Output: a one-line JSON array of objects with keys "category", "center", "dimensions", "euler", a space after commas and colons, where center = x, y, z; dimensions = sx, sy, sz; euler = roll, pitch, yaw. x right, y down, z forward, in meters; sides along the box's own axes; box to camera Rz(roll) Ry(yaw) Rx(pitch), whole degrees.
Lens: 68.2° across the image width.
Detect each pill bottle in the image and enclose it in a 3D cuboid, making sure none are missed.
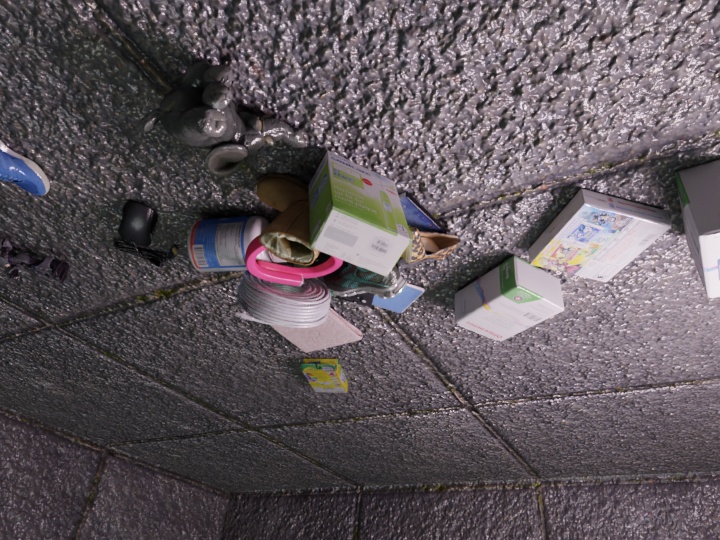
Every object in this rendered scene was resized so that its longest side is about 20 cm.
[{"category": "pill bottle", "center": [-0.245, -0.055, 1.104], "dimensions": [0.197, 0.113, 0.113], "euler": [-2, 145, 11]}]

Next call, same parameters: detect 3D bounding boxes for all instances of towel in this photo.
[{"category": "towel", "center": [-0.123, 0.161, 1.468], "dimensions": [0.198, 0.033, 0.191], "euler": [-16, 139, 28]}]

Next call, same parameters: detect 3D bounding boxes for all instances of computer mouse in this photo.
[{"category": "computer mouse", "center": [-0.472, -0.066, 1.180], "dimensions": [0.139, 0.046, 0.200], "euler": [23, 142, -21]}]

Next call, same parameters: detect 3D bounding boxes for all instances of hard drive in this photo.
[{"category": "hard drive", "center": [-0.058, 0.012, 1.217], "dimensions": [0.198, 0.038, 0.140], "euler": [13, 144, 1]}]

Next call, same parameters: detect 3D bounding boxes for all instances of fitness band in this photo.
[{"category": "fitness band", "center": [-0.128, -0.023, 1.032], "dimensions": [0.199, 0.038, 0.143], "euler": [12, 144, -38]}]

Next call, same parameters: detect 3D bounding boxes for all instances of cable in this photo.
[{"category": "cable", "center": [-0.160, 0.053, 1.124], "dimensions": [0.198, 0.200, 0.070], "euler": [14, 108, -4]}]

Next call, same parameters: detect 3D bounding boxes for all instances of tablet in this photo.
[{"category": "tablet", "center": [0.041, 0.047, 1.294], "dimensions": [0.198, 0.014, 0.130], "euler": [18, 144, -17]}]

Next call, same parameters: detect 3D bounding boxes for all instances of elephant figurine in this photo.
[{"category": "elephant figurine", "center": [-0.210, -0.222, 0.857], "dimensions": [0.154, 0.143, 0.200], "euler": [23, 171, 27]}]

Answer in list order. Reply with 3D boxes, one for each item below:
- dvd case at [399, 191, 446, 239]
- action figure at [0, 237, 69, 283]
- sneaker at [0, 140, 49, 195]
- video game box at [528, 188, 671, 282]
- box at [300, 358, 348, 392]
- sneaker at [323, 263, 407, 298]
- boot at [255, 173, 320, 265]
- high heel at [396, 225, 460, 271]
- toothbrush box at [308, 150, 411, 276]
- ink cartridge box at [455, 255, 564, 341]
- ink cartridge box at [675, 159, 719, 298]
[{"category": "dvd case", "center": [0.059, -0.080, 1.104], "dimensions": [0.199, 0.018, 0.142], "euler": [-24, 136, 35]}, {"category": "action figure", "center": [-0.818, -0.023, 1.278], "dimensions": [0.198, 0.070, 0.130], "euler": [15, 150, -8]}, {"category": "sneaker", "center": [-0.682, -0.182, 0.986], "dimensions": [0.076, 0.112, 0.201], "euler": [-6, 144, 17]}, {"category": "video game box", "center": [0.459, -0.062, 1.044], "dimensions": [0.180, 0.047, 0.201], "euler": [11, 145, -10]}, {"category": "box", "center": [-0.114, 0.333, 1.703], "dimensions": [0.116, 0.049, 0.201], "euler": [-1, 147, 10]}, {"category": "sneaker", "center": [0.000, 0.000, 1.090], "dimensions": [0.198, 0.078, 0.092], "euler": [-1, 126, 35]}, {"category": "boot", "center": [-0.133, -0.097, 0.933], "dimensions": [0.173, 0.200, 0.067], "euler": [16, 121, 5]}, {"category": "high heel", "center": [0.135, -0.062, 1.001], "dimensions": [0.141, 0.072, 0.200], "euler": [-22, 166, -6]}, {"category": "toothbrush box", "center": [-0.008, -0.101, 0.910], "dimensions": [0.144, 0.201, 0.086], "euler": [21, 121, -20]}, {"category": "ink cartridge box", "center": [0.331, 0.070, 1.205], "dimensions": [0.144, 0.088, 0.200], "euler": [23, 140, -22]}, {"category": "ink cartridge box", "center": [0.618, -0.068, 0.921], "dimensions": [0.087, 0.147, 0.200], "euler": [-15, 139, 25]}]
